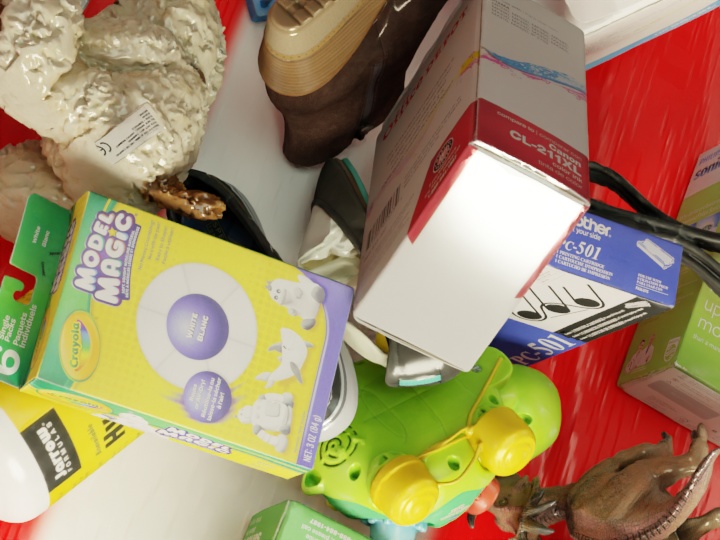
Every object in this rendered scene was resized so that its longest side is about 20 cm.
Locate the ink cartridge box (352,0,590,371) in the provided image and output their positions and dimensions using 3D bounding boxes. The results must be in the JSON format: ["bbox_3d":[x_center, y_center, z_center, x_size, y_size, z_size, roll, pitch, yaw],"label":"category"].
[{"bbox_3d":[0.070,-0.063,1.186,0.082,0.146,0.201,25,35,-12],"label":"ink cartridge box"}]

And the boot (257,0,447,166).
[{"bbox_3d":[0.020,-0.164,1.271,0.199,0.167,0.073,-34,67,-12],"label":"boot"}]

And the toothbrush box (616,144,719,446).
[{"bbox_3d":[0.291,0.023,1.397,0.145,0.086,0.201,30,66,-14],"label":"toothbrush box"}]

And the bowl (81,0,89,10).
[{"bbox_3d":[-0.264,-0.217,1.204,0.199,0.090,0.204,1,88,-33],"label":"bowl"}]

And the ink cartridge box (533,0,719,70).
[{"bbox_3d":[0.162,-0.221,1.322,0.124,0.200,0.130,-24,87,14],"label":"ink cartridge box"}]

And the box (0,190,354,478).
[{"bbox_3d":[-0.110,0.034,1.120,0.198,0.048,0.118,19,71,-17],"label":"box"}]

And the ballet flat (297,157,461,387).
[{"bbox_3d":[0.000,0.000,1.249,0.068,0.068,0.200,-24,47,-11],"label":"ballet flat"}]

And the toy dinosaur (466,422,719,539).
[{"bbox_3d":[0.159,0.158,1.243,0.134,0.200,0.087,-14,87,-22],"label":"toy dinosaur"}]

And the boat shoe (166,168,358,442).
[{"bbox_3d":[-0.068,0.016,1.213,0.070,0.066,0.201,-31,63,9],"label":"boat shoe"}]

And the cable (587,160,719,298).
[{"bbox_3d":[0.203,-0.018,1.346,0.198,0.051,0.098,13,56,12],"label":"cable"}]

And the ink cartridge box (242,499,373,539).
[{"bbox_3d":[-0.031,0.266,1.197,0.145,0.084,0.201,29,68,-14],"label":"ink cartridge box"}]

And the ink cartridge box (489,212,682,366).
[{"bbox_3d":[0.117,0.013,1.259,0.093,0.200,0.045,18,71,-18],"label":"ink cartridge box"}]

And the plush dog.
[{"bbox_3d":[-0.134,-0.113,1.188,0.159,0.201,0.173,15,49,8],"label":"plush dog"}]

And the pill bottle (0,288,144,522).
[{"bbox_3d":[-0.195,0.079,1.159,0.200,0.111,0.112,-38,93,-25],"label":"pill bottle"}]

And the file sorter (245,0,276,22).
[{"bbox_3d":[-0.021,-0.293,1.322,0.138,0.123,0.202,-13,83,-25],"label":"file sorter"}]

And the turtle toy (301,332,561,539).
[{"bbox_3d":[0.046,0.107,1.254,0.199,0.102,0.146,-22,46,-25],"label":"turtle toy"}]
